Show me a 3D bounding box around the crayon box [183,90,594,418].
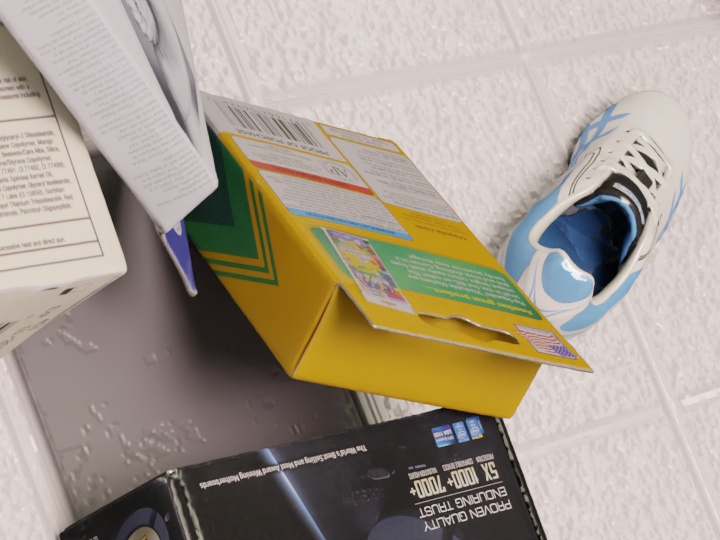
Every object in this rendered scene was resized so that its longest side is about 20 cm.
[{"bbox_3d":[0.000,0.000,1.219,0.125,0.052,0.200,13,24,-36],"label":"crayon box"}]

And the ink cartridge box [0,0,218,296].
[{"bbox_3d":[-0.106,-0.122,1.166,0.200,0.040,0.200,59,13,-47],"label":"ink cartridge box"}]

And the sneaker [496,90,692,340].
[{"bbox_3d":[0.131,-0.032,1.407,0.072,0.072,0.200,47,45,-9],"label":"sneaker"}]

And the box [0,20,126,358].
[{"bbox_3d":[-0.200,-0.063,1.108,0.127,0.109,0.201,-9,75,-43],"label":"box"}]

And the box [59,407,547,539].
[{"bbox_3d":[-0.007,0.158,1.179,0.199,0.086,0.165,-9,75,-43],"label":"box"}]
